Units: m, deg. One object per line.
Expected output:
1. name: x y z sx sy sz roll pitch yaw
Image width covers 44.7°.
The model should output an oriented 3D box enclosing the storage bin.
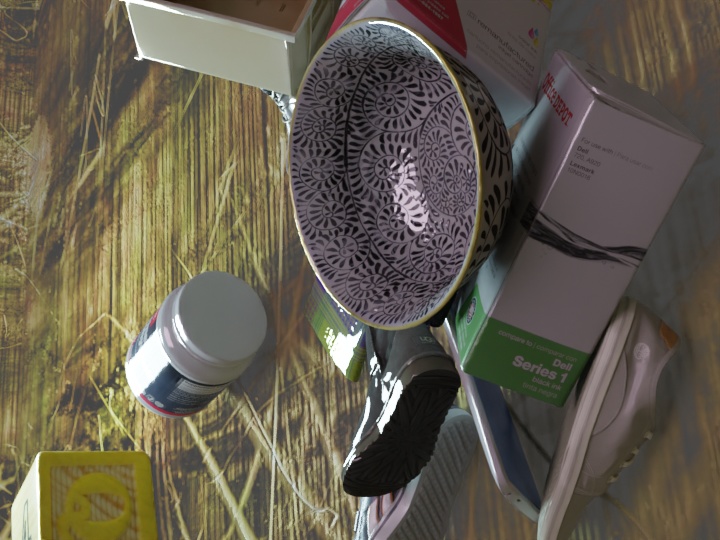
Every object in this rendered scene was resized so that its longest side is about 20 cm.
1. storage bin: -0.128 -0.306 0.958 0.094 0.196 0.201 91 -163 -55

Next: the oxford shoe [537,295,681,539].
1. oxford shoe: 0.169 0.117 0.608 0.075 0.057 0.203 -51 -21 -72

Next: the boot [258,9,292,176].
1. boot: -0.086 -0.206 1.051 0.073 0.094 0.204 13 95 58

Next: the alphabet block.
1. alphabet block: -0.457 0.430 1.439 0.200 0.193 0.199 -49 47 40

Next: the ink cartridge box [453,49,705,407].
1. ink cartridge box: 0.139 -0.034 0.612 0.147 0.083 0.202 -83 15 -65

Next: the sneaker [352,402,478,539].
1. sneaker: 0.037 0.204 0.788 0.079 0.078 0.203 31 99 51

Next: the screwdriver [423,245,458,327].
1. screwdriver: 0.086 -0.052 0.659 0.203 0.028 0.029 -67 16 -10

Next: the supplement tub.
1. supplement tub: -0.220 0.101 1.166 0.200 0.138 0.143 -42 50 47

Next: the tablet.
1. tablet: 0.095 0.089 0.685 0.013 0.130 0.203 -24 56 12

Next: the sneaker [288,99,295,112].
1. sneaker: 0.006 -0.198 0.943 0.199 0.070 0.081 -33 84 43

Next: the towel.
1. towel: 0.000 0.000 0.941 0.144 0.022 0.203 52 128 48

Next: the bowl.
1. bowl: 0.042 -0.068 0.601 0.199 0.093 0.205 18 113 50

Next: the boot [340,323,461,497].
1. boot: 0.019 0.065 0.756 0.183 0.071 0.202 -60 32 31

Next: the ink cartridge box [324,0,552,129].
1. ink cartridge box: 0.072 -0.212 0.683 0.085 0.146 0.202 -34 30 48
